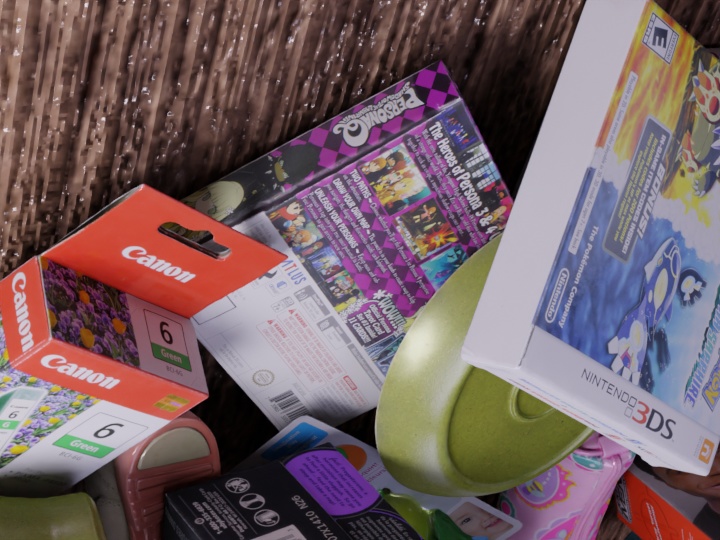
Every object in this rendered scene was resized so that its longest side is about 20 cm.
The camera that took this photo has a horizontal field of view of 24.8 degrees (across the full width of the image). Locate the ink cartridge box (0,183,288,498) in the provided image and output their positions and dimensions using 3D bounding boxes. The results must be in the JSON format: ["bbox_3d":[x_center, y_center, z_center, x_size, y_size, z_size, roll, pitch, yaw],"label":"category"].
[{"bbox_3d":[-0.135,0.044,0.785,0.199,0.051,0.109,-32,145,25],"label":"ink cartridge box"}]

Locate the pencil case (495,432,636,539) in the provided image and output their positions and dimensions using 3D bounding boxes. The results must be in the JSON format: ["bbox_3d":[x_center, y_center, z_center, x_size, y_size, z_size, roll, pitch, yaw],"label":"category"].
[{"bbox_3d":[0.131,0.158,1.105,0.087,0.088,0.201,-11,136,-26],"label":"pencil case"}]

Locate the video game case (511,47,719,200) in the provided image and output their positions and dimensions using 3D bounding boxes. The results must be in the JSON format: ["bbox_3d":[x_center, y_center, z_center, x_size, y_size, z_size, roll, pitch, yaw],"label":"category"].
[{"bbox_3d":[0.165,-0.043,0.967,0.181,0.023,0.201,-7,134,-30],"label":"video game case"}]

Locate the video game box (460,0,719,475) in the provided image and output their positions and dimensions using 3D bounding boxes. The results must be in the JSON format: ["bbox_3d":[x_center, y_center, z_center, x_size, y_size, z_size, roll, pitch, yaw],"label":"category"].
[{"bbox_3d":[0.152,-0.013,0.859,0.182,0.047,0.201,29,77,-44],"label":"video game box"}]

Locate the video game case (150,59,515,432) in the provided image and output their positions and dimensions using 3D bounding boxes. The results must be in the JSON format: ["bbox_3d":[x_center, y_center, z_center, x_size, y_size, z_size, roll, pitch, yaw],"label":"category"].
[{"bbox_3d":[0.000,0.000,0.867,0.181,0.036,0.200,-28,142,6],"label":"video game case"}]

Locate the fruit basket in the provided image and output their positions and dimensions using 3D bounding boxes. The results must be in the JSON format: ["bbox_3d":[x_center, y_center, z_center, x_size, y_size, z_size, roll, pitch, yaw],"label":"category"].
[{"bbox_3d":[-0.028,0.172,0.984,0.185,0.094,0.200,-37,140,25],"label":"fruit basket"}]

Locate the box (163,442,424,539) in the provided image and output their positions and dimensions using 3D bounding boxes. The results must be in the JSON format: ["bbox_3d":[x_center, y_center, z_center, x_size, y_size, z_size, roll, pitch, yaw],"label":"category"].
[{"bbox_3d":[-0.037,0.214,0.878,0.106,0.122,0.201,-15,126,-30],"label":"box"}]

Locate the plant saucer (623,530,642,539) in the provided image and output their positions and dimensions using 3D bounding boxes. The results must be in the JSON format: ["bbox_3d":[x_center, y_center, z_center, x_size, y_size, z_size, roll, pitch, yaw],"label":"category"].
[{"bbox_3d":[0.283,0.202,1.184,0.199,0.200,0.028,-22,104,-15],"label":"plant saucer"}]

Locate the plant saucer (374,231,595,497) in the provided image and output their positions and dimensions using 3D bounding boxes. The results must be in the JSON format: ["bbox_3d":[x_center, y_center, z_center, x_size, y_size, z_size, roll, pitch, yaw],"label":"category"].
[{"bbox_3d":[0.097,0.054,0.914,0.199,0.031,0.201,-26,138,-26],"label":"plant saucer"}]

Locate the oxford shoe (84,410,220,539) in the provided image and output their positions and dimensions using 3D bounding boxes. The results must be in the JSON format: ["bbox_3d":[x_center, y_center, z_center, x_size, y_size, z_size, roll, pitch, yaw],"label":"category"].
[{"bbox_3d":[-0.115,0.141,0.909,0.070,0.074,0.201,-16,129,-31],"label":"oxford shoe"}]

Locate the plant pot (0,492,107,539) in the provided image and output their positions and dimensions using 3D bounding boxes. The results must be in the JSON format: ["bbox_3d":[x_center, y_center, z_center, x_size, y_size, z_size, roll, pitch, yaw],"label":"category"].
[{"bbox_3d":[-0.208,0.191,0.783,0.192,0.201,0.201,-11,137,-14],"label":"plant pot"}]

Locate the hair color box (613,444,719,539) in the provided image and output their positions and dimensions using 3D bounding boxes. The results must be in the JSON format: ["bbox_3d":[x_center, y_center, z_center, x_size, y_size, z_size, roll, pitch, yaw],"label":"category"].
[{"bbox_3d":[0.261,0.169,1.111,0.101,0.200,0.062,-22,116,-16],"label":"hair color box"}]
